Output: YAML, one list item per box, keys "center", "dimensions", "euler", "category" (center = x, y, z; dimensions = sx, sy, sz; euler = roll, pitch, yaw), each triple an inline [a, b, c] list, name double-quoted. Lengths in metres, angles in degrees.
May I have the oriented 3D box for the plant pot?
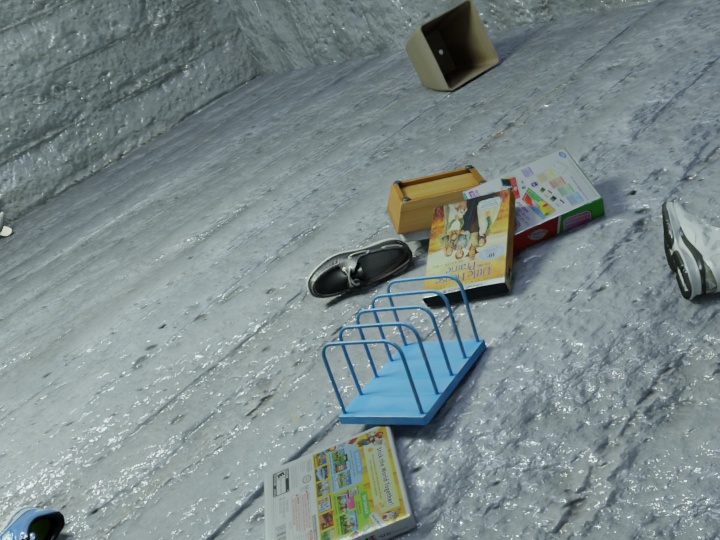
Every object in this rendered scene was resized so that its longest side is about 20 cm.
- center: [0.246, -0.640, 2.603]
  dimensions: [0.199, 0.201, 0.177]
  euler: [-33, 14, -22]
  category: "plant pot"

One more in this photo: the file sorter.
- center: [0.058, 0.105, 1.222]
  dimensions: [0.138, 0.124, 0.200]
  euler: [-7, 22, 35]
  category: "file sorter"

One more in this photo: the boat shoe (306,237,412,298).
- center: [0.000, 0.000, 1.601]
  dimensions: [0.199, 0.074, 0.060]
  euler: [-19, 17, -10]
  category: "boat shoe"

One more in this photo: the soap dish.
- center: [0.152, -0.129, 1.675]
  dimensions: [0.198, 0.082, 0.158]
  euler: [-12, 22, -1]
  category: "soap dish"

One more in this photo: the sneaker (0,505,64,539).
- center: [-0.471, 0.389, 1.200]
  dimensions: [0.089, 0.079, 0.200]
  euler: [-15, 24, 26]
  category: "sneaker"

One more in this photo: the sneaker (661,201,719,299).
- center: [0.484, -0.034, 1.227]
  dimensions: [0.114, 0.076, 0.201]
  euler: [-9, 34, 12]
  category: "sneaker"

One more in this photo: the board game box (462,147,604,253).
- center: [0.295, -0.117, 1.537]
  dimensions: [0.199, 0.040, 0.154]
  euler: [-23, 44, 2]
  category: "board game box"

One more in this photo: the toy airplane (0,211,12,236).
- center: [-1.344, -0.180, 3.118]
  dimensions: [0.199, 0.200, 0.141]
  euler: [-22, -19, -23]
  category: "toy airplane"

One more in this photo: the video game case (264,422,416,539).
- center: [-0.032, 0.278, 1.090]
  dimensions: [0.181, 0.023, 0.200]
  euler: [-23, 22, 3]
  category: "video game case"

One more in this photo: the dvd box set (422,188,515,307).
- center: [0.180, -0.038, 1.467]
  dimensions: [0.145, 0.029, 0.201]
  euler: [-12, 47, 28]
  category: "dvd box set"
